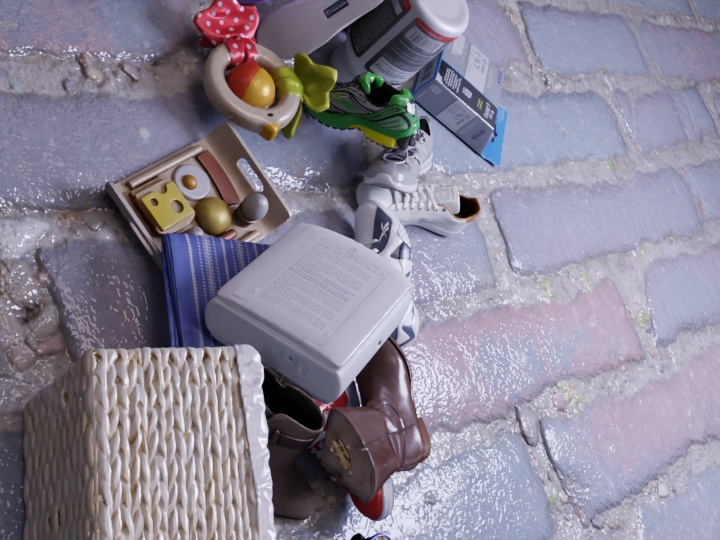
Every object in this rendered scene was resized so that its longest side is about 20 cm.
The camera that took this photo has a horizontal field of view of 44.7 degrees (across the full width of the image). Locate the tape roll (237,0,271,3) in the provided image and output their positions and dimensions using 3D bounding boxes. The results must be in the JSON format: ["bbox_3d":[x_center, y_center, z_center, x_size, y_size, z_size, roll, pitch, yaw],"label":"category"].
[{"bbox_3d":[-0.137,-0.459,1.153,0.065,0.199,0.202,-27,87,-45],"label":"tape roll"}]

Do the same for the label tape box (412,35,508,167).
[{"bbox_3d":[0.187,-0.288,1.447,0.199,0.066,0.144,34,49,-21],"label":"label tape box"}]

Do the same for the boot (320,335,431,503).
[{"bbox_3d":[0.000,0.140,0.932,0.188,0.064,0.199,62,22,12],"label":"boot"}]

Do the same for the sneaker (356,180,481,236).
[{"bbox_3d":[0.088,-0.104,1.249,0.198,0.084,0.074,8,64,-35],"label":"sneaker"}]

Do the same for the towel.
[{"bbox_3d":[-0.125,0.035,0.966,0.198,0.024,0.147,7,61,-39],"label":"towel"}]

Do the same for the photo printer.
[{"bbox_3d":[-0.044,0.033,0.932,0.165,0.070,0.200,28,39,13],"label":"photo printer"}]

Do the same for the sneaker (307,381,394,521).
[{"bbox_3d":[-0.039,0.194,0.986,0.112,0.071,0.202,-3,63,-46],"label":"sneaker"}]

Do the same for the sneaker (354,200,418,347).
[{"bbox_3d":[0.000,0.000,1.117,0.129,0.079,0.202,7,74,-49],"label":"sneaker"}]

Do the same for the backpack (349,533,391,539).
[{"bbox_3d":[-0.001,0.381,0.874,0.199,0.153,0.193,-14,88,-48],"label":"backpack"}]

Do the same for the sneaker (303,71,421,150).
[{"bbox_3d":[-0.001,-0.238,1.186,0.078,0.198,0.086,-43,143,-35],"label":"sneaker"}]

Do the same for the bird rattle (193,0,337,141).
[{"bbox_3d":[-0.133,-0.251,1.108,0.199,0.112,0.164,40,46,-18],"label":"bird rattle"}]

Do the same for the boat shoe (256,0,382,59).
[{"bbox_3d":[-0.048,-0.361,1.211,0.075,0.198,0.093,61,18,-22],"label":"boat shoe"}]

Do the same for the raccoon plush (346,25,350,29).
[{"bbox_3d":[0.026,-0.407,1.315,0.199,0.133,0.097,-33,92,-46],"label":"raccoon plush"}]

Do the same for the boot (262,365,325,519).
[{"bbox_3d":[-0.085,0.178,0.899,0.199,0.146,0.071,39,43,-20],"label":"boot"}]

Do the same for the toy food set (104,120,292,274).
[{"bbox_3d":[-0.181,-0.078,1.011,0.144,0.060,0.200,55,44,-4],"label":"toy food set"}]

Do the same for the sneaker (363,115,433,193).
[{"bbox_3d":[0.055,-0.165,1.213,0.074,0.083,0.200,13,25,11],"label":"sneaker"}]

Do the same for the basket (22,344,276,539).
[{"bbox_3d":[-0.191,0.181,0.769,0.159,0.198,0.202,9,63,-36],"label":"basket"}]

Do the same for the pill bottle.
[{"bbox_3d":[0.050,-0.334,1.252,0.115,0.199,0.117,20,56,-32],"label":"pill bottle"}]
